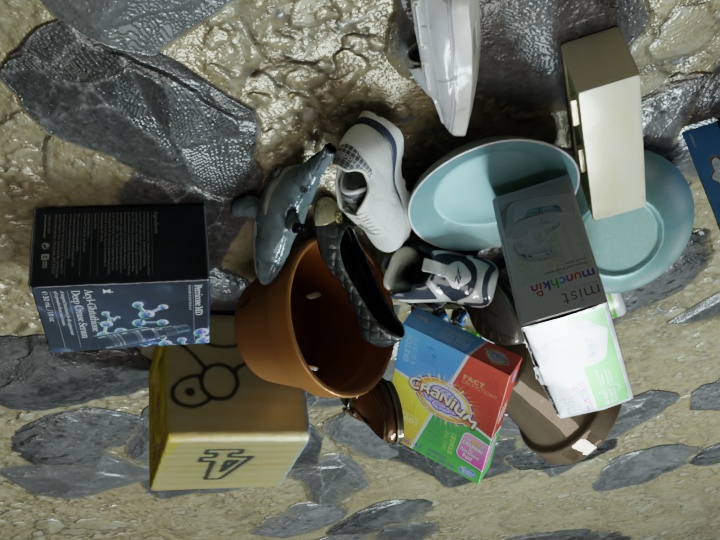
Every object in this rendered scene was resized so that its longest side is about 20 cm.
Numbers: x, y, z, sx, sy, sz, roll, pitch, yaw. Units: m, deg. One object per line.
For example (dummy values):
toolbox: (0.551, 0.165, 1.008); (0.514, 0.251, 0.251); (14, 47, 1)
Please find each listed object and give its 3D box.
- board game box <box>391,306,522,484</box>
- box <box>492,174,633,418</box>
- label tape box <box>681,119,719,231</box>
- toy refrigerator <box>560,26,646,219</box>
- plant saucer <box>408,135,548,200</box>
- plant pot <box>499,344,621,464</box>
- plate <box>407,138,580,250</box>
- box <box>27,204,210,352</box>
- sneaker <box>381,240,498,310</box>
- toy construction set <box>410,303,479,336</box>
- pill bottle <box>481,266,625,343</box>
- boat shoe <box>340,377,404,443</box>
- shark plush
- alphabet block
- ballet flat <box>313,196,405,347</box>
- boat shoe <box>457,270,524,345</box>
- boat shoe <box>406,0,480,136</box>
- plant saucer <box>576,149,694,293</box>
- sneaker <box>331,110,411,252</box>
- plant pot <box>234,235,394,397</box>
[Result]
board game box: (0.112, 0.163, 1.146); (0.151, 0.040, 0.203); (24, 131, 20)
box: (0.224, 0.034, 0.993); (0.095, 0.179, 0.201); (-17, 138, 13)
label tape box: (0.490, -0.121, 1.020); (0.196, 0.147, 0.063); (-19, 150, 16)
toy refrigerator: (0.260, -0.151, 0.957); (0.068, 0.077, 0.201); (-14, 142, 9)
plant saucer: (0.149, -0.102, 1.047); (0.195, 0.051, 0.202); (-7, 148, -4)
plant pot: (0.290, 0.184, 1.426); (0.173, 0.203, 0.199); (31, 132, -25)
plate: (0.147, -0.088, 0.998); (0.195, 0.026, 0.202); (-8, 148, -5)
box: (-0.278, 0.011, 1.055); (0.195, 0.109, 0.150); (-3, 147, -11)
sneaker: (0.067, 0.003, 1.122); (0.127, 0.081, 0.198); (17, 178, -27)
toy construction set: (0.109, 0.114, 1.286); (0.090, 0.134, 0.199); (19, -170, 19)
pill bottle: (0.256, 0.035, 1.232); (0.196, 0.113, 0.111); (-18, 147, 14)
boat shoe: (0.004, 0.171, 1.171); (0.066, 0.200, 0.074); (-4, 107, -14)
shark plush: (-0.068, -0.069, 1.007); (0.090, 0.085, 0.199); (21, 136, -35)
alphabet block: (-0.196, 0.191, 1.280); (0.195, 0.199, 0.198); (4, 144, -19)
ballet flat: (0.000, 0.000, 1.082); (0.056, 0.066, 0.203); (-11, 112, 39)
boat shoe: (0.171, 0.029, 1.148); (0.072, 0.200, 0.076); (-4, 118, -21)
boat shoe: (0.078, -0.205, 0.858); (0.067, 0.073, 0.201); (8, 157, 12)
plant saucer: (0.315, -0.050, 1.095); (0.196, 0.039, 0.205); (2, 120, 3)
sneaker: (0.008, -0.081, 0.991); (0.075, 0.081, 0.202); (20, 149, 26)
plant pot: (-0.069, 0.067, 1.137); (0.138, 0.205, 0.198); (-14, 152, 39)
